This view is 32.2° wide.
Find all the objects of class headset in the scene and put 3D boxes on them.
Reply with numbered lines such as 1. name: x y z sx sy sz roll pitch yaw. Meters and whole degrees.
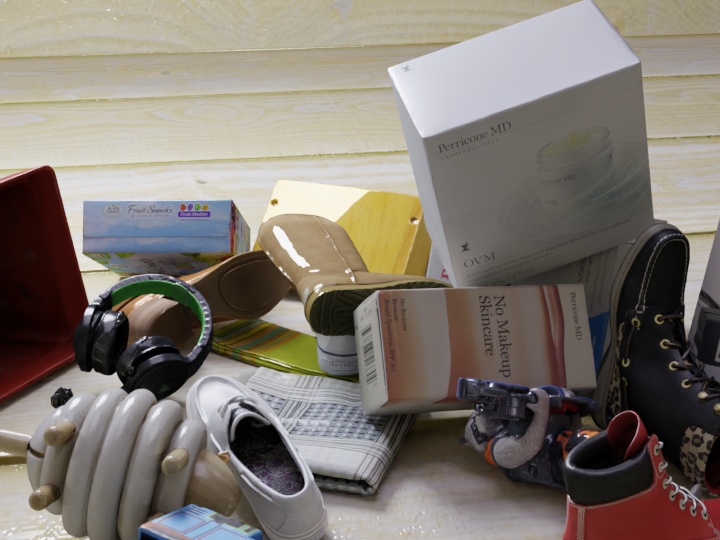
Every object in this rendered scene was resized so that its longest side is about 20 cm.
1. headset: -0.226 0.075 1.196 0.123 0.094 0.200 28 55 15

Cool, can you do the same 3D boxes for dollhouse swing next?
1. dollhouse swing: -0.004 -0.017 1.558 0.199 0.176 0.183 8 63 20

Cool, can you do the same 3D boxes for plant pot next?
1. plant pot: -0.416 0.020 1.265 0.175 0.201 0.200 -4 16 30

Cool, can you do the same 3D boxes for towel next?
1. towel: -0.065 0.084 1.311 0.199 0.018 0.086 14 25 33
2. towel: -0.055 0.137 1.143 0.199 0.035 0.193 5 21 16

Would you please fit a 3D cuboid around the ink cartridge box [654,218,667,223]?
1. ink cartridge box: 0.246 -0.025 1.369 0.175 0.200 0.045 6 60 14

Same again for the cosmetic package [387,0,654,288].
1. cosmetic package: 0.150 -0.108 1.141 0.198 0.201 0.123 -20 41 -2

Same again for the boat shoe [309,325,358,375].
1. boat shoe: -0.014 0.045 1.310 0.073 0.067 0.200 2 17 -7

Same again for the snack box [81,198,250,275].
1. snack box: -0.220 -0.036 1.452 0.167 0.068 0.200 0 -9 0

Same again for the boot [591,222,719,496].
1. boot: 0.281 0.077 1.072 0.073 0.205 0.154 -1 22 -29

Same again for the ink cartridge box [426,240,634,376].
1. ink cartridge box: 0.168 0.025 1.259 0.199 0.146 0.084 12 6 30

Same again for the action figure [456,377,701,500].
1. action figure: 0.152 0.149 1.018 0.199 0.105 0.193 15 0 -44

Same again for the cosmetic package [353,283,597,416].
1. cosmetic package: 0.102 0.071 1.127 0.199 0.104 0.087 -3 -14 -17

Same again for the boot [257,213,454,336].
1. boot: 0.000 0.000 1.249 0.174 0.067 0.200 7 20 -20

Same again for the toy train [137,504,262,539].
1. toy train: -0.082 0.227 0.833 0.199 0.087 0.114 13 18 32

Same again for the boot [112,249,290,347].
1. boot: -0.187 0.022 1.368 0.199 0.074 0.154 -24 19 -31

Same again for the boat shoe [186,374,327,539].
1. boat shoe: -0.091 0.140 1.022 0.072 0.069 0.200 -19 42 -15

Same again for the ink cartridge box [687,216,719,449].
1. ink cartridge box: 0.362 0.064 1.079 0.084 0.201 0.145 4 16 -27

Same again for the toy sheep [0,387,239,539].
1. toy sheep: -0.190 0.152 0.966 0.199 0.139 0.138 18 22 2

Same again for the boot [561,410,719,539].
1. boot: 0.231 0.163 0.910 0.199 0.145 0.072 -10 20 -28
